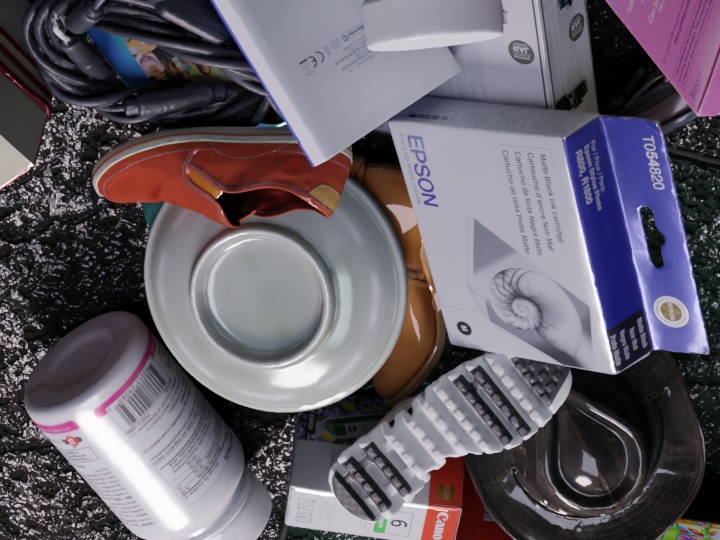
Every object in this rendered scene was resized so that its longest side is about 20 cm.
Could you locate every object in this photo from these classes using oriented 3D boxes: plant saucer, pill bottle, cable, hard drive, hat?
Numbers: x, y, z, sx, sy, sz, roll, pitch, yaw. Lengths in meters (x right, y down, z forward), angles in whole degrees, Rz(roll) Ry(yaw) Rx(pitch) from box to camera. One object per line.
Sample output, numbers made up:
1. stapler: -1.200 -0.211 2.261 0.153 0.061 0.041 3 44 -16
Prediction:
1. plant saucer: -0.067 0.014 1.781 0.199 0.050 0.201 4 108 13
2. pill bottle: 0.038 -0.245 1.570 0.114 0.114 0.201 -6 90 9
3. cable: -0.130 -0.133 1.670 0.200 0.051 0.163 24 149 -32
4. hard drive: -0.034 -0.186 1.629 0.200 0.132 0.025 58 149 -6
5. hat: 0.163 0.126 1.850 0.200 0.081 0.201 0 91 8
6. pill bottle: -0.162 0.138 1.923 0.113 0.114 0.200 -25 120 21

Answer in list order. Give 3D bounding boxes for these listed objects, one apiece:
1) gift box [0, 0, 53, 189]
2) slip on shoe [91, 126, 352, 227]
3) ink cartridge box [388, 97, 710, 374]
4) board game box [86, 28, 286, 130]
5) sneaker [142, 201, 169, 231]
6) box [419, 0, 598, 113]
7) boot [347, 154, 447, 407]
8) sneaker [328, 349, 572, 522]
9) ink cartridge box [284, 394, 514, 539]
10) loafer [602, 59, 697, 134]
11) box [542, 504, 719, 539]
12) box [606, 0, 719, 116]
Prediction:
1. gift box: -0.341 -0.127 1.700 0.200 0.185 0.187 -33 120 21
2. slip on shoe: -0.101 -0.062 1.725 0.199 0.061 0.074 -1 162 23
3. ink cartridge box: 0.130 -0.022 1.702 0.199 0.041 0.200 7 128 35
4. board game box: -0.110 -0.182 1.725 0.152 0.045 0.200 -24 121 20
5. sneaker: -0.087 0.012 1.843 0.071 0.080 0.200 -34 117 28
6. box: 0.097 -0.149 1.696 0.116 0.060 0.200 15 133 30
7. boot: 0.000 0.000 1.840 0.154 0.074 0.200 18 119 -6
8. sneaker: 0.066 0.108 1.828 0.200 0.081 0.075 -30 100 16
9. ink cartridge box: 0.045 0.157 1.921 0.199 0.109 0.050 8 133 -1
10. loafer: 0.243 -0.150 1.715 0.200 0.072 0.063 -28 100 24
11. box: 0.224 0.294 1.941 0.192 0.201 0.122 7 171 -2
12. box: 0.253 -0.197 1.555 0.175 0.200 0.097 -5 131 -25
